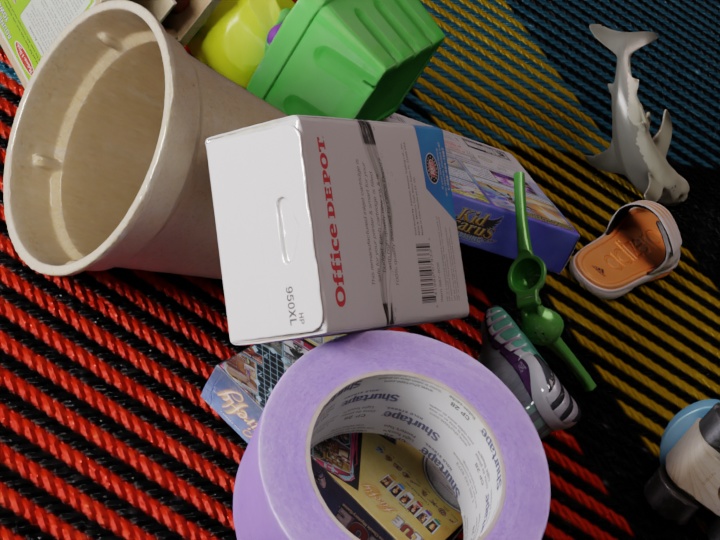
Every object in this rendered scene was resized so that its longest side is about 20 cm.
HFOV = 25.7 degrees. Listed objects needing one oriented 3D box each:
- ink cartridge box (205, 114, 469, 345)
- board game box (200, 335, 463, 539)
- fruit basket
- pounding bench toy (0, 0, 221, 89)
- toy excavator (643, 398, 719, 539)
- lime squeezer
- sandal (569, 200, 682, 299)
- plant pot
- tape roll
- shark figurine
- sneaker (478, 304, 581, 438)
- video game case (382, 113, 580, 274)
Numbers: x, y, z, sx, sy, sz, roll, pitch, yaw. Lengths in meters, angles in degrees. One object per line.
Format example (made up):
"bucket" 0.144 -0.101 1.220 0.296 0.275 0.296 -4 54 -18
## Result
"ink cartridge box" -0.013 -0.028 1.118 0.199 0.084 0.146 -3 84 -58
"board game box" -0.004 0.125 1.152 0.200 0.035 0.135 44 34 13
"fruit basket" -0.054 -0.206 1.373 0.214 0.156 0.216 27 29 -16
"pounding bench toy" -0.198 -0.207 1.314 0.155 0.124 0.201 -12 67 -49
"toy excavator" 0.348 0.168 1.360 0.194 0.100 0.200 35 25 -2
"lime squeezer" 0.156 0.017 1.340 0.070 0.038 0.202 -25 98 -41
"sandal" 0.277 -0.028 1.564 0.079 0.059 0.206 42 34 12
"plant pot" -0.133 -0.073 1.172 0.183 0.201 0.201 18 35 -42
"tape roll" 0.020 0.146 1.044 0.198 0.085 0.201 9 54 -12
"shark figurine" 0.276 -0.149 1.676 0.128 0.089 0.216 -40 115 -49
"sneaker" 0.107 0.091 1.262 0.075 0.087 0.200 51 3 -14
"video game case" 0.078 -0.080 1.433 0.199 0.046 0.182 17 21 -24
